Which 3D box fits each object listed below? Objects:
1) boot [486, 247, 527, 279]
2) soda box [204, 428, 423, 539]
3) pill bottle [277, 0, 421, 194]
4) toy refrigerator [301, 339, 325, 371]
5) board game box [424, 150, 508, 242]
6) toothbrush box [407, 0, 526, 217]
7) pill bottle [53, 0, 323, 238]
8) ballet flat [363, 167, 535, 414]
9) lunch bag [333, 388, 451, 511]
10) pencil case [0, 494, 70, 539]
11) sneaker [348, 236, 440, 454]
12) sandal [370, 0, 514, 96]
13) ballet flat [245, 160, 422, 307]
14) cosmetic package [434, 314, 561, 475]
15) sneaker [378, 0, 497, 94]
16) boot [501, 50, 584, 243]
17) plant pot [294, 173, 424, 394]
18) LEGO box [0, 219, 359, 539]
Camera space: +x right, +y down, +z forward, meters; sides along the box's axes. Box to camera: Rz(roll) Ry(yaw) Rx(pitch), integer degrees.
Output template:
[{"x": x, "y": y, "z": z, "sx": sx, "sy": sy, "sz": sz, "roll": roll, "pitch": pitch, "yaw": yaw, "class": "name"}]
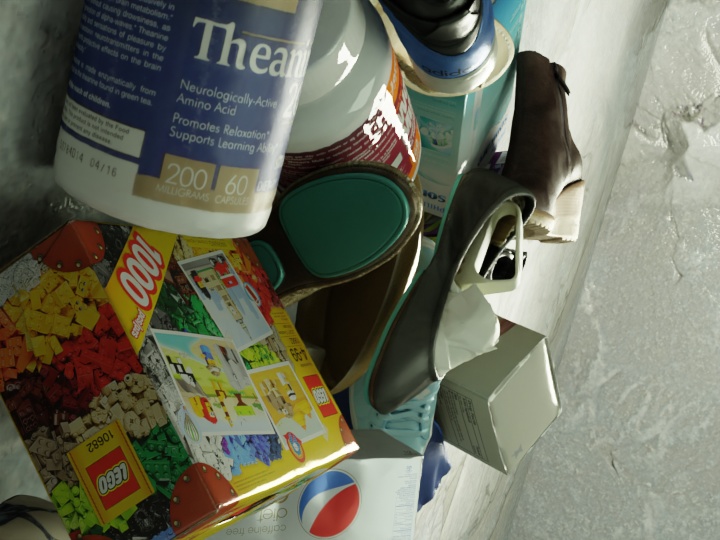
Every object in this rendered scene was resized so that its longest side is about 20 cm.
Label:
[{"x": 0.117, "y": -0.023, "z": 1.203, "sx": 0.200, "sy": 0.130, "sz": 0.071, "roll": -29, "pitch": 136, "yaw": -64, "class": "boot"}, {"x": -0.061, "y": 0.144, "z": 0.743, "sx": 0.197, "sy": 0.068, "sz": 0.065, "roll": 3, "pitch": 98, "yaw": -27, "class": "soda box"}, {"x": -0.028, "y": -0.110, "z": 0.703, "sx": 0.111, "sy": 0.108, "sz": 0.200, "roll": -66, "pitch": 163, "yaw": -13, "class": "pill bottle"}, {"x": -0.097, "y": 0.138, "z": 0.819, "sx": 0.070, "sy": 0.075, "sz": 0.203, "roll": 20, "pitch": 89, "yaw": -73, "class": "toy refrigerator"}, {"x": 0.066, "y": -0.043, "z": 1.055, "sx": 0.201, "sy": 0.119, "sz": 0.033, "roll": -54, "pitch": 133, "yaw": -40, "class": "board game box"}, {"x": 0.080, "y": -0.172, "z": 1.007, "sx": 0.202, "sy": 0.084, "sz": 0.147, "roll": 91, "pitch": 25, "yaw": -44, "class": "toothbrush box"}, {"x": -0.073, "y": -0.127, "z": 0.540, "sx": 0.111, "sy": 0.110, "sz": 0.203, "roll": -23, "pitch": 130, "yaw": -67, "class": "pill bottle"}, {"x": 0.068, "y": 0.011, "z": 0.768, "sx": 0.202, "sy": 0.067, "sz": 0.068, "roll": -65, "pitch": 154, "yaw": -27, "class": "ballet flat"}, {"x": -0.009, "y": 0.182, "z": 1.028, "sx": 0.133, "sy": 0.135, "sz": 0.201, "roll": -53, "pitch": 156, "yaw": -16, "class": "lunch bag"}, {"x": -0.199, "y": 0.177, "z": 0.538, "sx": 0.200, "sy": 0.077, "sz": 0.091, "roll": -27, "pitch": 110, "yaw": -66, "class": "pencil case"}, {"x": 0.031, "y": 0.080, "z": 0.867, "sx": 0.082, "sy": 0.073, "sz": 0.203, "roll": -104, "pitch": -165, "yaw": -67, "class": "sneaker"}, {"x": 0.056, "y": -0.156, "z": 0.827, "sx": 0.210, "sy": 0.070, "sz": 0.078, "roll": 15, "pitch": 119, "yaw": -45, "class": "sandal"}, {"x": -0.032, "y": -0.019, "z": 0.713, "sx": 0.065, "sy": 0.198, "sz": 0.071, "roll": -29, "pitch": 94, "yaw": -54, "class": "ballet flat"}, {"x": 0.071, "y": 0.083, "z": 1.016, "sx": 0.087, "sy": 0.199, "sz": 0.104, "roll": -41, "pitch": 136, "yaw": -26, "class": "cosmetic package"}, {"x": 0.020, "y": -0.208, "z": 0.647, "sx": 0.111, "sy": 0.076, "sz": 0.203, "roll": 58, "pitch": 12, "yaw": -71, "class": "sneaker"}, {"x": 0.144, "y": -0.112, "z": 1.019, "sx": 0.199, "sy": 0.071, "sz": 0.169, "roll": 4, "pitch": 81, "yaw": -60, "class": "boot"}, {"x": 0.000, "y": 0.000, "z": 0.857, "sx": 0.200, "sy": 0.027, "sz": 0.203, "roll": -163, "pitch": -91, "yaw": -71, "class": "plant pot"}, {"x": -0.095, "y": 0.060, "z": 0.600, "sx": 0.077, "sy": 0.150, "sz": 0.200, "roll": -32, "pitch": 170, "yaw": 15, "class": "LEGO box"}]
